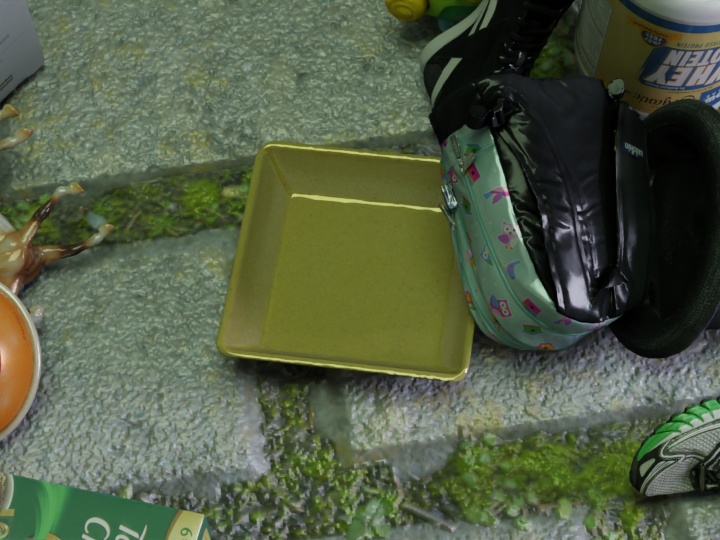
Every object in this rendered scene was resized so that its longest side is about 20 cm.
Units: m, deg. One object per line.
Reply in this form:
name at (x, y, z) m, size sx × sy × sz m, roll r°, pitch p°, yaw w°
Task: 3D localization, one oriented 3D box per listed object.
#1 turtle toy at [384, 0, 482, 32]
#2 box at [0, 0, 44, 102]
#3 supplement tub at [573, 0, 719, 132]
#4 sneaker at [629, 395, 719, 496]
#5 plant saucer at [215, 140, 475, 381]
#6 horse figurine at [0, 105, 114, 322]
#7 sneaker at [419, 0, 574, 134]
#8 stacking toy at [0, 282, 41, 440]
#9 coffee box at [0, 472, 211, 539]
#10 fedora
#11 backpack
turtle toy at (0.118, -0.266, 1.730) m, size 0.199 × 0.101 × 0.147 m, roll -8°, pitch 51°, yaw 45°
box at (-0.401, -0.205, 1.695) m, size 0.171 × 0.201 × 0.199 m, roll 34°, pitch 68°, yaw 20°
supplement tub at (0.249, -0.209, 1.641) m, size 0.143 × 0.201 × 0.146 m, roll 1°, pitch 60°, yaw -3°
sneaker at (0.296, 0.139, 1.512) m, size 0.198 × 0.078 × 0.086 m, roll -9°, pitch 60°, yaw -2°
plant saucer at (0.000, 0.000, 1.633) m, size 0.198 × 0.049 × 0.202 m, roll 6°, pitch 61°, yaw 8°
horse figurine at (-0.297, -0.049, 1.657) m, size 0.132 × 0.050 × 0.200 m, roll -40°, pitch 85°, yaw -3°
sneaker at (0.128, -0.170, 1.660) m, size 0.072 × 0.200 × 0.113 m, roll 6°, pitch 60°, yaw -33°
stacking toy at (-0.330, 0.065, 1.515) m, size 0.144 × 0.200 × 0.148 m, roll -1°, pitch 86°, yaw 8°
coffee box at (-0.220, 0.222, 1.521) m, size 0.198 × 0.044 × 0.124 m, roll 12°, pitch 61°, yaw 11°
fedora at (0.263, -0.027, 1.588) m, size 0.091 × 0.201 × 0.202 m, roll 12°, pitch 54°, yaw -28°
backpack at (0.142, -0.042, 1.572) m, size 0.165 × 0.126 × 0.202 m, roll -5°, pitch 76°, yaw -31°
